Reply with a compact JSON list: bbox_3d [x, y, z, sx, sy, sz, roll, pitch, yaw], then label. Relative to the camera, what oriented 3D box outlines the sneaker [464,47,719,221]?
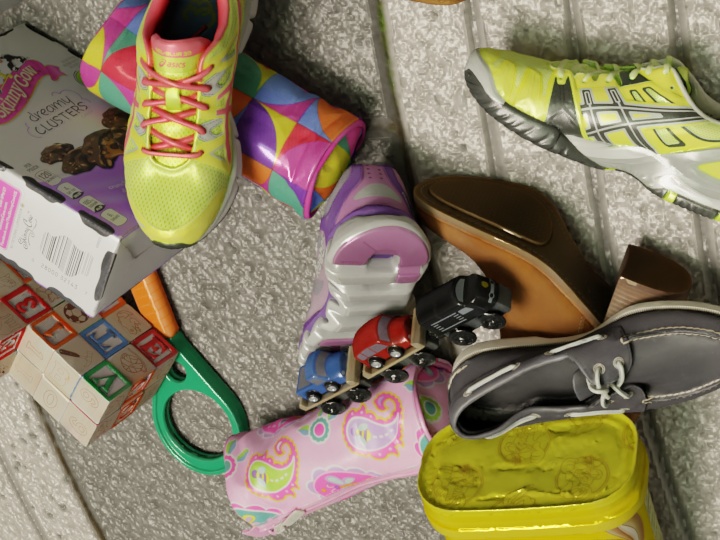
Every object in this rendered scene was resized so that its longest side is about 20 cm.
[{"bbox_3d":[0.161,-0.102,0.942,0.199,0.075,0.077,22,115,4],"label":"sneaker"}]

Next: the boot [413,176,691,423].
[{"bbox_3d":[0.111,0.032,1.033,0.199,0.077,0.156,22,126,8],"label":"boot"}]

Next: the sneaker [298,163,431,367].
[{"bbox_3d":[0.000,0.000,1.064,0.080,0.089,0.201,-1,145,-12],"label":"sneaker"}]

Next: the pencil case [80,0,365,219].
[{"bbox_3d":[-0.095,-0.114,1.053,0.199,0.088,0.089,32,124,12],"label":"pencil case"}]

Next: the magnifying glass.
[{"bbox_3d":[-0.145,0.069,1.203,0.079,0.022,0.201,-10,111,30],"label":"magnifying glass"}]

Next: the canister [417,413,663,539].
[{"bbox_3d":[0.138,0.195,1.046,0.148,0.087,0.201,-7,129,21],"label":"canister"}]

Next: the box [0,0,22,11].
[{"bbox_3d":[-0.366,-0.235,1.118,0.199,0.097,0.125,0,114,27],"label":"box"}]

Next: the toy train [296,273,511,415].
[{"bbox_3d":[0.020,0.051,1.023,0.046,0.034,0.200,28,139,-29],"label":"toy train"}]

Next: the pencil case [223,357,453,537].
[{"bbox_3d":[-0.011,0.131,1.123,0.199,0.087,0.088,-26,101,30],"label":"pencil case"}]

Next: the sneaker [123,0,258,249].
[{"bbox_3d":[-0.115,-0.115,0.967,0.078,0.090,0.201,5,85,7],"label":"sneaker"}]

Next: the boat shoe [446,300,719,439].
[{"bbox_3d":[0.147,0.071,0.958,0.199,0.063,0.073,-11,116,22],"label":"boat shoe"}]

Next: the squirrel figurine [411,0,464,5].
[{"bbox_3d":[0.034,-0.261,0.905,0.200,0.141,0.187,43,137,19],"label":"squirrel figurine"}]

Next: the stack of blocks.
[{"bbox_3d":[-0.252,0.038,1.169,0.200,0.115,0.059,42,130,9],"label":"stack of blocks"}]

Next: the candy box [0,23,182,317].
[{"bbox_3d":[-0.213,-0.077,1.075,0.199,0.168,0.072,31,124,10],"label":"candy box"}]
